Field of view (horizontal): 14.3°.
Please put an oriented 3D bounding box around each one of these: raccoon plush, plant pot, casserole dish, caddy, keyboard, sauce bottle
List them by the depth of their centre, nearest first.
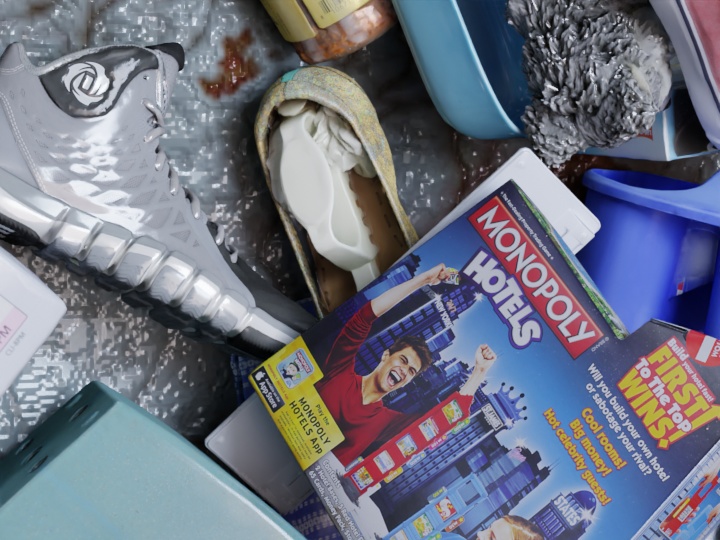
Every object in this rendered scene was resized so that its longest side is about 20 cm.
[{"bbox_3d":[-0.081,0.154,1.287,0.141,0.141,0.200,-41,102,-7],"label":"plant pot"},{"bbox_3d":[0.066,-0.135,1.291,0.200,0.097,0.134,25,60,-16],"label":"raccoon plush"},{"bbox_3d":[0.019,0.029,1.304,0.200,0.011,0.056,-43,109,8],"label":"keyboard"},{"bbox_3d":[-0.050,-0.191,1.319,0.066,0.066,0.200,-37,111,-19],"label":"sauce bottle"},{"bbox_3d":[0.044,-0.145,1.348,0.121,0.039,0.200,-28,99,-65],"label":"casserole dish"},{"bbox_3d":[0.179,-0.008,1.385,0.200,0.141,0.105,-4,108,-70],"label":"caddy"}]

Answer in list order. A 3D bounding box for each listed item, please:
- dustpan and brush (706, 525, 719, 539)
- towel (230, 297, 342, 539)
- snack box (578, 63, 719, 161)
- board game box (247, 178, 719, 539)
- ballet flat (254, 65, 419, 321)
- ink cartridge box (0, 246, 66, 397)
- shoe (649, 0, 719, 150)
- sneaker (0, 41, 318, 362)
[{"bbox_3d":[0.115,0.098,1.426,0.200,0.057,0.140,14,83,-25],"label":"dustpan and brush"},{"bbox_3d":[0.016,0.105,1.402,0.145,0.024,0.200,-16,101,-25],"label":"towel"},{"bbox_3d":[0.204,-0.087,1.426,0.200,0.116,0.037,-10,99,-25],"label":"snack box"},{"bbox_3d":[0.084,0.070,1.242,0.200,0.200,0.062,-36,150,7],"label":"board game box"},{"bbox_3d":[0.000,0.000,1.336,0.071,0.071,0.200,-19,86,-24],"label":"ballet flat"},{"bbox_3d":[-0.252,0.018,1.235,0.200,0.057,0.163,40,87,-29],"label":"ink cartridge box"},{"bbox_3d":[0.194,-0.099,1.262,0.072,0.091,0.200,-61,144,-17],"label":"shoe"},{"bbox_3d":[-0.087,-0.042,1.306,0.200,0.075,0.116,28,78,-20],"label":"sneaker"}]
